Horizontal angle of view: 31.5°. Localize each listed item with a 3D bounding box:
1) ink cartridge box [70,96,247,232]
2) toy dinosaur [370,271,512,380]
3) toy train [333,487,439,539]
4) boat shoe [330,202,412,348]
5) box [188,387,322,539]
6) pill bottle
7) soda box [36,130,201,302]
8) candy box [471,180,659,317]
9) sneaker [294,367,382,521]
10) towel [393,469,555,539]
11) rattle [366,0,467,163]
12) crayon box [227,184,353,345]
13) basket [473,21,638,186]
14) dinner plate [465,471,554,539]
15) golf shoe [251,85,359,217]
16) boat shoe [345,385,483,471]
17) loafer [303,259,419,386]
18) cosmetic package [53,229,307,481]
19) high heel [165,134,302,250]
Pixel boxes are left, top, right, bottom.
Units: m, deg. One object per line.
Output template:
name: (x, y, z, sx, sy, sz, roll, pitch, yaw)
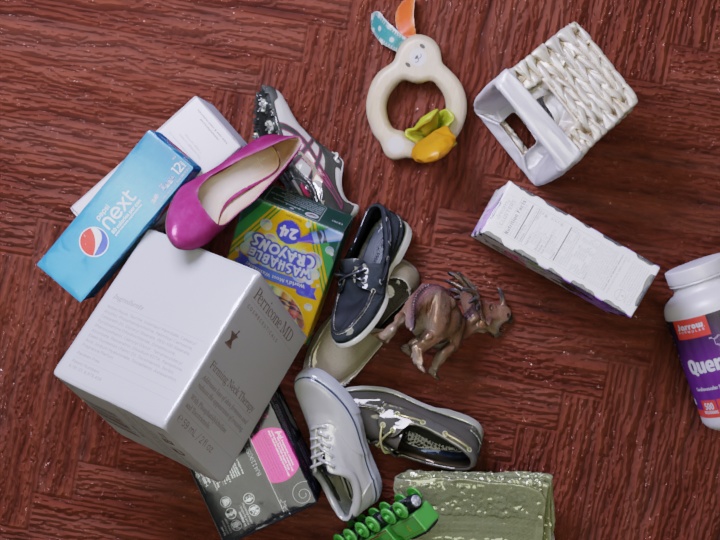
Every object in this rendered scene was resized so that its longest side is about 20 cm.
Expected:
ink cartridge box: (-0.237, -0.112, 1.547, 0.200, 0.146, 0.086, -43, 92, 3)
toy dinosaur: (0.096, 0.052, 1.543, 0.086, 0.200, 0.136, 35, 92, 30)
toy train: (0.030, 0.314, 1.548, 0.056, 0.200, 0.042, 49, 53, 1)
boat shoe: (0.002, 0.000, 1.533, 0.066, 0.074, 0.200, 52, 52, -34)
box: (-0.146, 0.212, 1.573, 0.132, 0.115, 0.200, -25, 90, 4)
pill bottle: (0.439, 0.085, 1.549, 0.112, 0.112, 0.200, -21, 91, 3)
soda box: (-0.271, -0.062, 1.445, 0.068, 0.064, 0.200, 41, 94, -1)
candy box: (0.238, -0.025, 1.523, 0.200, 0.168, 0.072, 29, 91, 1)
sneaker: (-0.032, 0.214, 1.550, 0.073, 0.071, 0.200, -13, 111, 36)
towel: (0.140, 0.314, 1.573, 0.199, 0.036, 0.149, 0, 105, 2)
rattle: (0.058, -0.233, 1.541, 0.130, 0.143, 0.201, 0, 99, 20)
crayon box: (-0.099, 0.003, 1.547, 0.125, 0.052, 0.200, 22, 123, 4)
basket: (0.228, -0.194, 1.505, 0.123, 0.200, 0.136, -39, 91, -2)
dinner plate: (0.148, 0.355, 1.615, 0.200, 0.024, 0.201, 0, 93, 2)
golf shoe: (-0.074, -0.138, 1.588, 0.088, 0.077, 0.200, -19, 87, -25)
boat shoe: (0.053, 0.198, 1.583, 0.201, 0.060, 0.072, 14, 123, 1)
loafer: (-0.002, 0.068, 1.585, 0.076, 0.068, 0.200, 36, 93, 0)
cosmetic package: (-0.198, 0.095, 1.435, 0.166, 0.167, 0.200, 20, 69, 28)
high heel: (-0.138, -0.090, 1.416, 0.096, 0.200, 0.067, -24, 103, 36)
